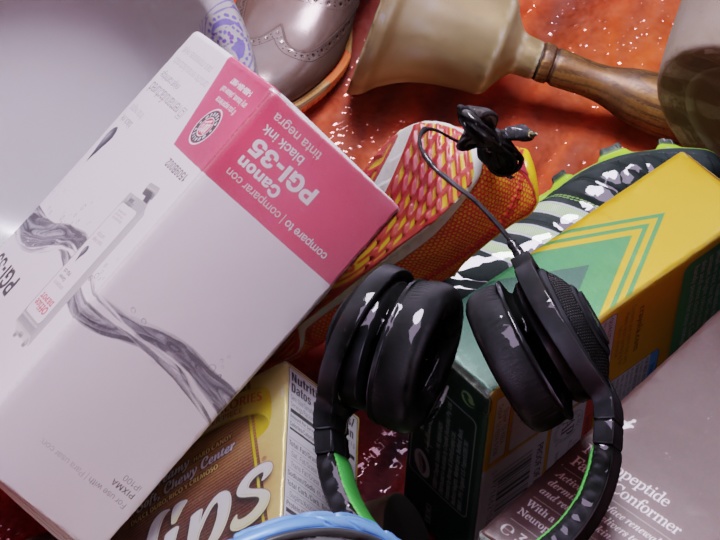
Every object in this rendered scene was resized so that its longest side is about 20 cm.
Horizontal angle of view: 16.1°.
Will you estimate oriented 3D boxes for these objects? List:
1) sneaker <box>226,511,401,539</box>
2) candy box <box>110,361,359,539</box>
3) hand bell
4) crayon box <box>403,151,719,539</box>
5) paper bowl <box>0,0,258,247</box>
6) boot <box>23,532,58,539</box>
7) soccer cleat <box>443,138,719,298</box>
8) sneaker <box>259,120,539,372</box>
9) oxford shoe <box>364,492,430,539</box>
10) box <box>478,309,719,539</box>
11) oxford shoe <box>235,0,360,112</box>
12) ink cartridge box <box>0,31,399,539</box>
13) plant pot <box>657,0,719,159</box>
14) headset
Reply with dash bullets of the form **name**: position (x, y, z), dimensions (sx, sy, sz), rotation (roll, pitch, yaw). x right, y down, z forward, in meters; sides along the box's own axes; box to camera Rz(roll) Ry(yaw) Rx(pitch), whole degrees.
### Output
- **sneaker**: position (0.008, 0.157, 0.968), dimensions (0.071, 0.199, 0.083), rotation (-33, 39, 25)
- **candy box**: position (-0.061, 0.148, 1.059), dimensions (0.115, 0.055, 0.201), rotation (-27, 42, 28)
- **hand bell**: position (0.103, -0.105, 1.323), dimensions (0.199, 0.104, 0.104), rotation (21, 50, -2)
- **crayon box**: position (0.109, 0.032, 1.159), dimensions (0.200, 0.126, 0.052), rotation (-32, 57, -27)
- **paper bowl**: position (-0.153, -0.078, 1.219), dimensions (0.199, 0.104, 0.202), rotation (-1, 93, -12)
- **boot**: position (-0.180, 0.183, 1.019), dimensions (0.186, 0.064, 0.200), rotation (-34, 16, -7)
- **soccer cleat**: position (0.092, -0.002, 1.235), dimensions (0.199, 0.068, 0.081), rotation (-20, 62, -11)
- **sneaker**: position (0.000, 0.000, 1.173), dimensions (0.077, 0.199, 0.073), rotation (15, 56, -45)
- **oxford shoe**: position (-0.009, 0.191, 1.068), dimensions (0.071, 0.071, 0.201), rotation (-16, 46, 22)
- **box**: position (0.149, 0.099, 1.080), dimensions (0.100, 0.075, 0.200), rotation (32, 54, 28)
- **oxford shoe**: position (-0.029, -0.159, 1.353), dimensions (0.071, 0.073, 0.201), rotation (16, 50, 10)
- **ink cartridge box**: position (-0.094, 0.007, 1.107), dimensions (0.200, 0.083, 0.146), rotation (-48, 23, 0)
- **plant pot**: position (0.241, -0.127, 1.270), dimensions (0.199, 0.200, 0.174), rotation (27, 62, 19)
- **headset**: position (0.047, 0.032, 1.040), dimensions (0.123, 0.094, 0.201), rotation (-2, 79, 15)
